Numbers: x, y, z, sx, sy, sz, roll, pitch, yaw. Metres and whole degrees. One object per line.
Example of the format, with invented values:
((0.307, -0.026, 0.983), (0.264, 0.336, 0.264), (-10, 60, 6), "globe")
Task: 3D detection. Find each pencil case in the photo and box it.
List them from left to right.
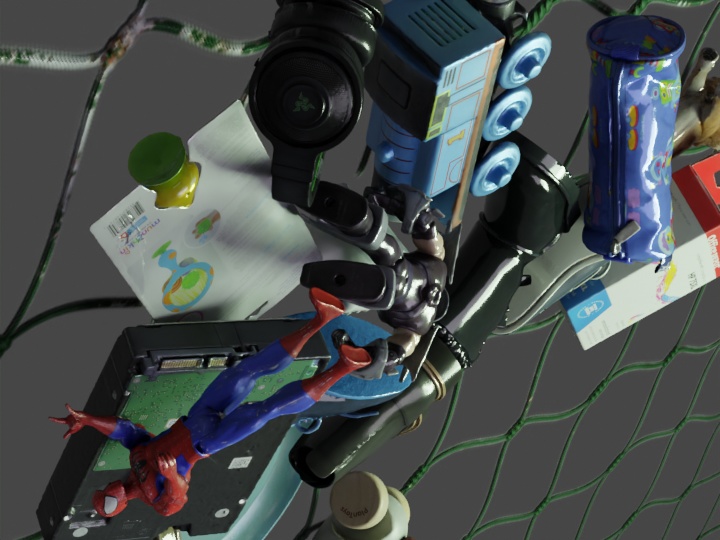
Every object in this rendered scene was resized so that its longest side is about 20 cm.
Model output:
((0.214, -0.099, 1.665), (0.087, 0.077, 0.202), (-54, 147, -57), "pencil case")

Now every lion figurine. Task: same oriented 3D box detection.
((0.272, -0.118, 1.851), (0.199, 0.073, 0.123), (-27, 157, -19), "lion figurine")

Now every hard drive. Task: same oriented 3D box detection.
((-0.118, 0.106, 1.363), (0.139, 0.038, 0.201), (-3, 142, -30), "hard drive")

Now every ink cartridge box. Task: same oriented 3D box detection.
((0.262, -0.020, 1.868), (0.199, 0.068, 0.116), (-29, 156, 4), "ink cartridge box")

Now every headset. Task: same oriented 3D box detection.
((-0.038, -0.129, 1.217), (0.201, 0.093, 0.124), (102, 1, -46), "headset")

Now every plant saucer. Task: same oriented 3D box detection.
((-0.110, 0.174, 1.586), (0.200, 0.027, 0.201), (-42, 155, -25), "plant saucer")

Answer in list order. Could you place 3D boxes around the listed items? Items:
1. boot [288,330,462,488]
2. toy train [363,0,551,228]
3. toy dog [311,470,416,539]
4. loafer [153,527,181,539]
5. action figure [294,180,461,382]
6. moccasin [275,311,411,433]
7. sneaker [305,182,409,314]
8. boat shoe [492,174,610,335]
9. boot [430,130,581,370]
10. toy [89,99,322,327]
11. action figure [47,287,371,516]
((-0.013, 0.118, 1.592), (0.138, 0.077, 0.200), (-42, 173, -21), "boot")
((0.055, -0.111, 1.425), (0.114, 0.087, 0.201), (-27, 149, -29), "toy train")
((-0.010, 0.269, 1.817), (0.132, 0.096, 0.201), (-10, 132, -58), "toy dog")
((-0.199, 0.238, 1.445), (0.201, 0.076, 0.067), (-52, 163, -1), "loafer")
((0.014, 0.001, 1.374), (0.200, 0.069, 0.131), (38, 57, -67), "action figure")
((-0.060, 0.071, 1.458), (0.198, 0.081, 0.068), (4, 146, -31), "moccasin")
((0.000, 0.000, 1.507), (0.071, 0.073, 0.200), (-40, 149, 3), "sneaker")
((0.176, -0.019, 1.775), (0.200, 0.075, 0.062), (-45, 177, 4), "boat shoe")
((0.099, -0.015, 1.653), (0.163, 0.073, 0.198), (-51, 161, -5), "boot")
((-0.099, -0.025, 1.294), (0.115, 0.047, 0.200), (-42, 153, -9), "toy")
((-0.100, 0.085, 1.253), (0.200, 0.066, 0.099), (-39, 151, 20), "action figure")
